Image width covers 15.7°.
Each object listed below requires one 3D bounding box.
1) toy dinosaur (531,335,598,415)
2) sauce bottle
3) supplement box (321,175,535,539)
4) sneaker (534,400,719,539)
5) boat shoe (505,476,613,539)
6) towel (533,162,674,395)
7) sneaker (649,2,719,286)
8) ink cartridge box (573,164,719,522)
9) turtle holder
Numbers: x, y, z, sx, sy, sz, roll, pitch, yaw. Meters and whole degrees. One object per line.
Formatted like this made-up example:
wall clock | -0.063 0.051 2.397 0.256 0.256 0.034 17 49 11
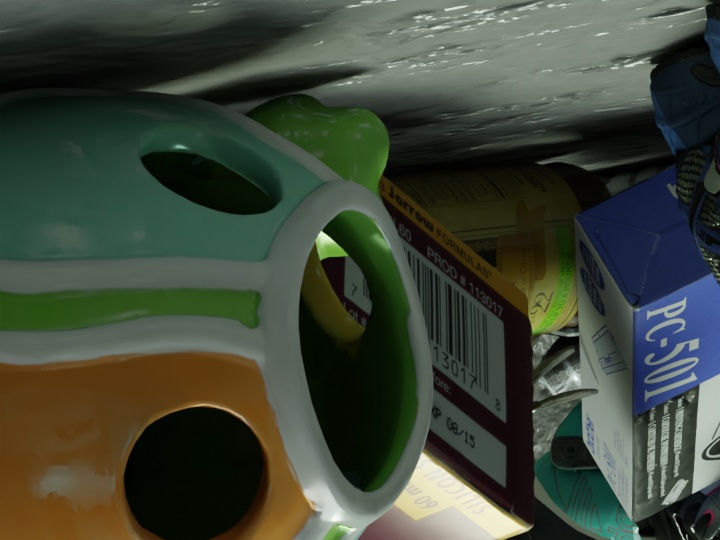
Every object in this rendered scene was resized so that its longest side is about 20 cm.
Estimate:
toy dinosaur | 0.023 0.121 0.930 0.181 0.105 0.200 12 -136 33
sauce bottle | 0.000 0.000 0.905 0.199 0.065 0.065 -8 177 -34
supplement box | -0.060 0.049 0.778 0.199 0.086 0.110 -23 137 30
sneaker | 0.129 0.103 1.073 0.120 0.084 0.200 -13 -157 14
boat shoe | 0.064 0.120 0.852 0.072 0.068 0.200 -32 134 21
towel | 0.162 -0.002 1.125 0.165 0.086 0.200 -11 176 21
sneaker | 0.121 -0.028 0.653 0.075 0.079 0.200 -10 177 1
ink cartridge box | 0.129 0.020 0.945 0.094 0.044 0.200 -26 154 -7
turtle holder | -0.050 0.027 0.593 0.131 0.142 0.185 -12 175 23
